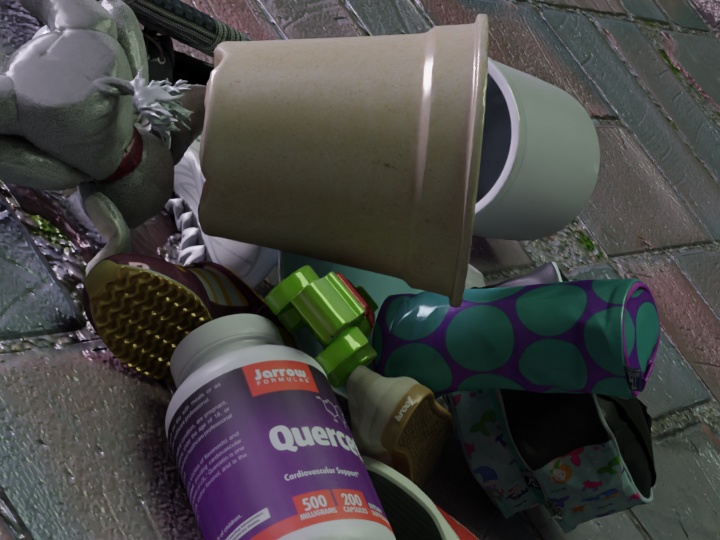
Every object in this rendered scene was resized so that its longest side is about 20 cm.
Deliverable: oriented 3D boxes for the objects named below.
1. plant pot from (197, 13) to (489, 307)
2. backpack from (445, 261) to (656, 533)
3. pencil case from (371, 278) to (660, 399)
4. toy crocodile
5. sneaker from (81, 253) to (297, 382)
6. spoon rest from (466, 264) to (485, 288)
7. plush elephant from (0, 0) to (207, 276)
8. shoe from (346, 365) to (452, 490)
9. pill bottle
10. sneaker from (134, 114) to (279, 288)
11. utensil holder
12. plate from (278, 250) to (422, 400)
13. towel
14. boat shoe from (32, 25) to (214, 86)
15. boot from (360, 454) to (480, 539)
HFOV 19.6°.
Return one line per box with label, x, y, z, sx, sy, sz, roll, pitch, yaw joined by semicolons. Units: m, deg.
plant pot;-0.013;-0.083;1.417;0.183;0.201;0.201;6;30;0
backpack;0.153;0.112;1.645;0.200;0.150;0.178;43;26;-53
pencil case;0.112;0.056;1.510;0.085;0.200;0.093;-53;137;-60
toy crocodile;-0.017;0.031;1.407;0.068;0.062;0.200;50;-3;9
sneaker;-0.124;0.027;1.427;0.200;0.075;0.090;34;18;-45
spoon rest;0.108;0.037;1.834;0.200;0.061;0.099;30;6;-19
plush elephant;-0.185;-0.092;1.414;0.200;0.155;0.165;23;58;24
shoe;0.026;0.114;1.487;0.053;0.070;0.200;26;-16;15
pill bottle;-0.056;0.127;1.323;0.112;0.112;0.200;22;34;-46
sneaker;-0.110;-0.062;1.570;0.075;0.081;0.200;17;37;-48
utensil holder;0.115;-0.114;1.944;0.170;0.170;0.200;57;23;20
plate;0.000;0.000;1.557;0.200;0.026;0.201;4;85;-50
towel;-0.194;-0.221;1.645;0.192;0.035;0.200;24;6;-41
boat shoe;-0.167;-0.159;1.636;0.200;0.066;0.070;25;32;-44
boot;0.057;0.202;1.484;0.200;0.072;0.144;43;9;2
